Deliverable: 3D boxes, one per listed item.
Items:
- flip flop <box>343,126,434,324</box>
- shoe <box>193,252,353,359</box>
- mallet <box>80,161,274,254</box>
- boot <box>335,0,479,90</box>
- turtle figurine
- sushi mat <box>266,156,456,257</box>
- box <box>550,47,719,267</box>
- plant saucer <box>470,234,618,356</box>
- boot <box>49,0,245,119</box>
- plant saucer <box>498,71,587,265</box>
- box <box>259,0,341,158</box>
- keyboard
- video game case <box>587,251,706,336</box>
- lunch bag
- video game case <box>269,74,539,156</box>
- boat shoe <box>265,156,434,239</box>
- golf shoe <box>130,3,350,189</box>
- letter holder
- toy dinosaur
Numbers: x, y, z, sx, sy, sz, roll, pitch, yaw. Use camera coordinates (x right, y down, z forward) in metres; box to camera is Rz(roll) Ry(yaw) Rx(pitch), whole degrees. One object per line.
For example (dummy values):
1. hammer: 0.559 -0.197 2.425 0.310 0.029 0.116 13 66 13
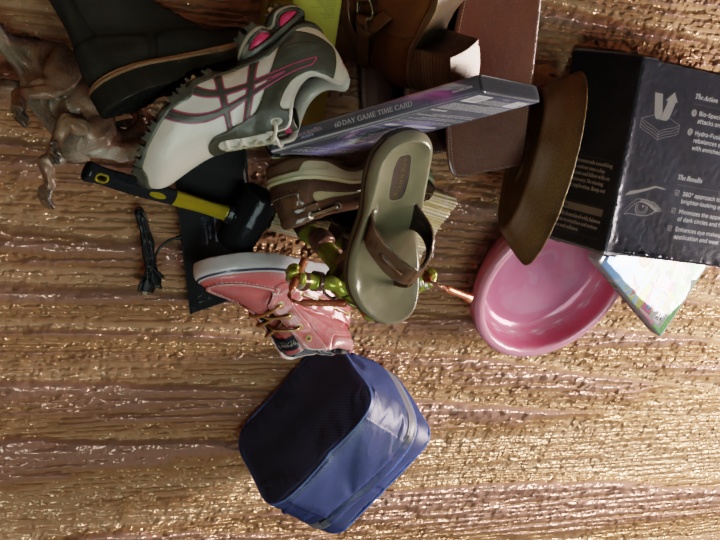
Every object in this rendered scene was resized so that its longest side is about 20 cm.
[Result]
1. flip flop: 0.036 -0.031 1.191 0.081 0.058 0.201 -17 132 -32
2. shoe: -0.081 0.038 1.354 0.071 0.091 0.200 -16 163 41
3. mallet: -0.163 -0.075 1.259 0.200 0.041 0.066 25 108 -41
4. boot: 0.030 -0.255 1.172 0.074 0.154 0.201 -27 129 -43
5. turtle figurine: 0.000 0.000 1.325 0.199 0.162 0.065 -2 131 -27
6. sushi mat: 0.003 -0.061 1.401 0.199 0.012 0.096 14 119 -36
7. box: 0.310 -0.114 1.405 0.196 0.117 0.201 6 99 -31
8. plant saucer: 0.211 0.007 1.542 0.200 0.051 0.201 -14 131 -17
9. boot: -0.174 -0.219 1.141 0.077 0.139 0.200 -28 -179 33
10. plant saucer: 0.176 -0.106 1.352 0.035 0.201 0.201 15 121 -5
11. box: -0.058 -0.204 1.210 0.050 0.075 0.201 -6 129 -23
12. keyboard: -0.166 -0.040 1.323 0.127 0.021 0.201 -19 132 -22
13. video game case: 0.358 -0.049 1.550 0.200 0.022 0.182 -55 134 -7
14. lunch bag: -0.029 0.196 1.505 0.200 0.136 0.132 -46 133 12
15. video game case: 0.039 -0.131 1.168 0.199 0.019 0.143 -12 178 26
16. boat shoe: -0.006 -0.064 1.306 0.202 0.075 0.075 -2 169 -40
17. golf shoe: -0.101 -0.129 1.112 0.200 0.088 0.077 -44 168 -3
18. letter holder: 0.080 -0.195 1.275 0.141 0.101 0.201 -12 131 -17
19. toy dinosaur: -0.243 -0.147 1.149 0.200 0.086 0.136 54 56 -21
